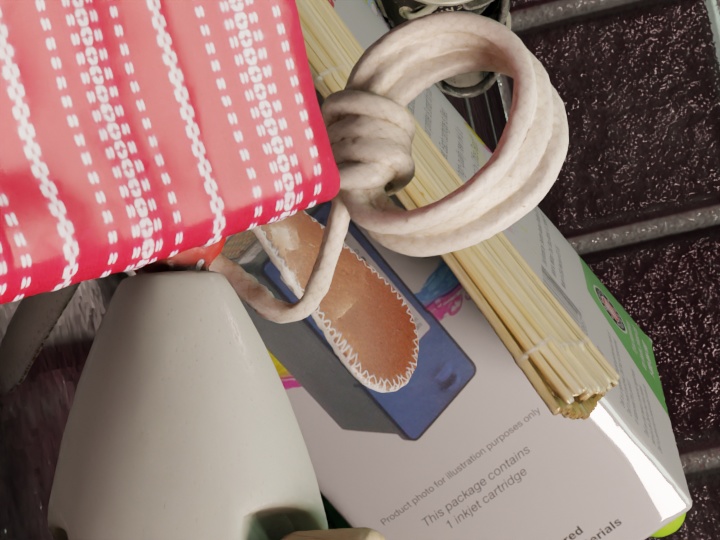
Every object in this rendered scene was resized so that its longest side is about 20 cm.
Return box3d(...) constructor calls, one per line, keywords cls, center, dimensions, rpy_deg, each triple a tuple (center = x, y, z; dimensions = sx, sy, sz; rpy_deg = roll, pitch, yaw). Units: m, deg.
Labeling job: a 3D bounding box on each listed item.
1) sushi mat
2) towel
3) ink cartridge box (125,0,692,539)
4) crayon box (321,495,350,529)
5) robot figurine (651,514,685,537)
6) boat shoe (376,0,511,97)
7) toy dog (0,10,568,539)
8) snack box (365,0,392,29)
box3d(cls="sushi mat", center=(0.002, -0.045, 0.568), dimensions=(0.200, 0.012, 0.096), rpy_deg=(54, 8, 7))
box3d(cls="towel", center=(-0.077, -0.064, 0.377), dimensions=(0.200, 0.022, 0.145), rpy_deg=(-19, 97, -53))
box3d(cls="ink cartridge box", center=(0.005, -0.002, 0.685), dimensions=(0.200, 0.087, 0.145), rpy_deg=(50, 14, -13))
box3d(cls="crayon box", center=(-0.011, 0.148, 0.678), dimensions=(0.200, 0.058, 0.119), rpy_deg=(-89, 164, -61))
box3d(cls="robot figurine", center=(0.062, 0.149, 0.919), dimensions=(0.176, 0.116, 0.200), rpy_deg=(-58, -177, -2))
box3d(cls="boat shoe", center=(0.037, -0.138, 0.958), dimensions=(0.200, 0.071, 0.064), rpy_deg=(58, 21, -68))
box3d(cls="toy dog", center=(-0.032, 0.035, 0.500), dimensions=(0.096, 0.132, 0.200), rpy_deg=(68, 39, -66))
box3d(cls="snack box", center=(-0.018, -0.121, 1.026), dimensions=(0.169, 0.068, 0.200), rpy_deg=(-90, 163, -57))
